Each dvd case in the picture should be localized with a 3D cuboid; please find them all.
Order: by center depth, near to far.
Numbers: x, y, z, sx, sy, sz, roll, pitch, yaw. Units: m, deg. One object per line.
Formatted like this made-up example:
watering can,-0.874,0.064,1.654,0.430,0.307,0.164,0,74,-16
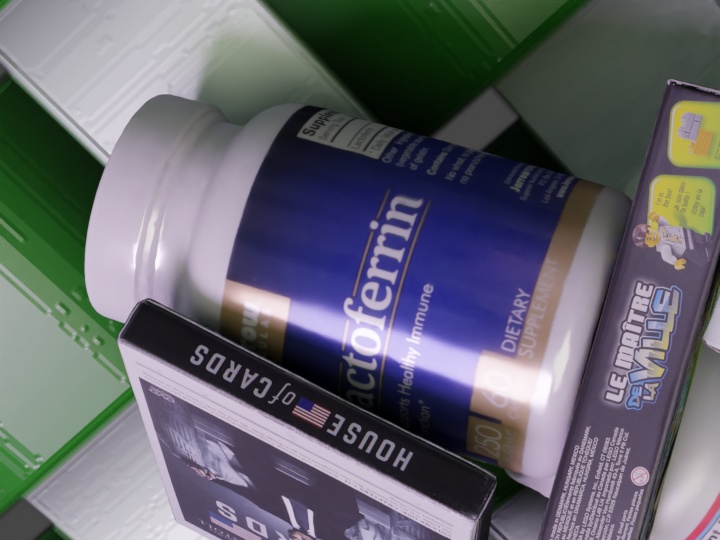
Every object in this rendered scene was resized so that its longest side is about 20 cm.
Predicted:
dvd case,-0.019,0.094,0.687,0.149,0.025,0.200,25,155,14

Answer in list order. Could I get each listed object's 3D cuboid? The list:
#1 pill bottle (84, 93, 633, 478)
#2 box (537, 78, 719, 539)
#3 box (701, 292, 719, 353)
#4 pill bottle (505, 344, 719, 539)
pill bottle,0.000,0.000,0.666,0.198,0.116,0.117,16,114,13
box,0.107,0.038,0.637,0.034,0.110,0.202,16,88,13
box,0.233,-0.050,0.645,0.096,0.200,0.178,27,115,23
pill bottle,0.167,0.095,0.759,0.199,0.109,0.109,26,109,-16
